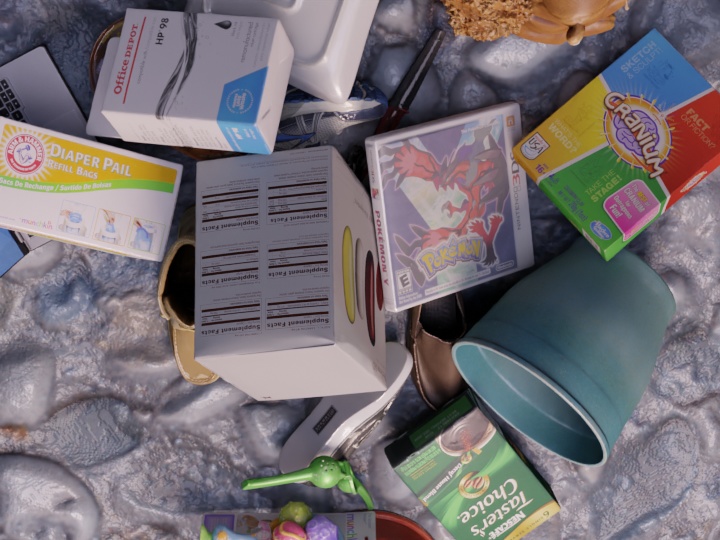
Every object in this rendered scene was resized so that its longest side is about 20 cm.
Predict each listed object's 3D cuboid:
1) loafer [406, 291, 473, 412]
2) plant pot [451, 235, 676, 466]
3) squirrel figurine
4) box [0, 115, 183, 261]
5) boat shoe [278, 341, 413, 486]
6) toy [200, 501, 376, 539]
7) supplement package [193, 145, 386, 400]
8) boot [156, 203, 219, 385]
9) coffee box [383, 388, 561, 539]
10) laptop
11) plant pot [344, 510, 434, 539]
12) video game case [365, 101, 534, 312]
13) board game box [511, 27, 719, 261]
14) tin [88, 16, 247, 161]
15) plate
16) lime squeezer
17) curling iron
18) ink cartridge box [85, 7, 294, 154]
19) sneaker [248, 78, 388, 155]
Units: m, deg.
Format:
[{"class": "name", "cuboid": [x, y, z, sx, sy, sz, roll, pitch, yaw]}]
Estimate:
[{"class": "loafer", "cuboid": [0.085, 0.075, 1.753, 0.073, 0.071, 0.201, -12, 109, -1]}, {"class": "plant pot", "cuboid": [0.232, 0.073, 1.698, 0.200, 0.200, 0.188, 45, 73, -17]}, {"class": "squirrel figurine", "cuboid": [0.175, -0.274, 1.585, 0.199, 0.187, 0.142, -12, 109, -1]}, {"class": "box", "cuboid": [-0.296, -0.081, 1.601, 0.199, 0.112, 0.102, 14, 87, -29]}, {"class": "boat shoe", "cuboid": [-0.010, 0.162, 1.783, 0.200, 0.069, 0.057, -46, 137, 9]}, {"class": "toy", "cuboid": [-0.083, 0.292, 1.775, 0.199, 0.115, 0.047, -3, 120, 1]}, {"class": "supplement package", "cuboid": [-0.066, 0.008, 1.595, 0.146, 0.191, 0.201, -6, 72, 15]}, {"class": "boot", "cuboid": [-0.173, 0.044, 1.670, 0.072, 0.156, 0.201, 5, 106, -1]}, {"class": "coffee box", "cuboid": [0.129, 0.236, 1.801, 0.123, 0.044, 0.200, -35, 124, 5]}, {"class": "laptop", "cuboid": [-0.368, -0.094, 1.629, 0.199, 0.116, 0.188, -27, 109, 4]}, {"class": "plant pot", "cuboid": [0.016, 0.404, 1.790, 0.199, 0.195, 0.202, -2, 109, -6]}, {"class": "video game case", "cuboid": [0.098, -0.069, 1.673, 0.199, 0.023, 0.183, -17, 107, -34]}, {"class": "board game box", "cuboid": [0.282, -0.132, 1.664, 0.200, 0.040, 0.153, -41, 71, -1]}, {"class": "tin", "cuboid": [-0.181, -0.185, 1.618, 0.199, 0.042, 0.112, 28, 101, 13]}, {"class": "plate", "cuboid": [-0.076, -0.291, 1.595, 0.199, 0.032, 0.201, 23, 107, 14]}, {"class": "lime squeezer", "cuboid": [-0.033, 0.237, 1.759, 0.199, 0.038, 0.071, 17, 119, -44]}, {"class": "curling iron", "cuboid": [0.035, -0.167, 1.683, 0.026, 0.050, 0.201, 35, 94, 12]}, {"class": "ink cartridge box", "cuboid": [-0.175, -0.185, 1.547, 0.199, 0.067, 0.117, 6, 71, 14]}, {"class": "sneaker", "cuboid": [-0.066, -0.149, 1.671, 0.199, 0.077, 0.086, -8, 116, 6]}]
